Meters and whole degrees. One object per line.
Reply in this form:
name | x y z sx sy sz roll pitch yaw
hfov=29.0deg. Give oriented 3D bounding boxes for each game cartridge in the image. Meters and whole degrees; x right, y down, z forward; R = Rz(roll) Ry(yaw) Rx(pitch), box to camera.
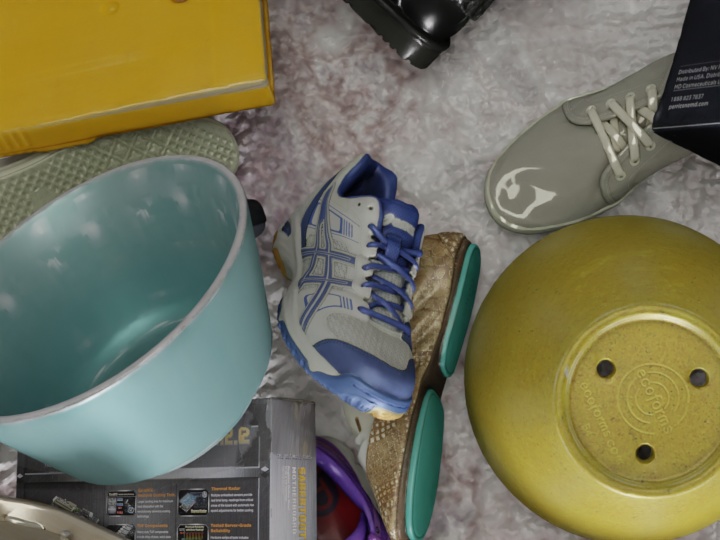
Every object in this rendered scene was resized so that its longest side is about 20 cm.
game cartridge | -0.158 -0.160 0.903 0.198 0.033 0.177 -11 55 6

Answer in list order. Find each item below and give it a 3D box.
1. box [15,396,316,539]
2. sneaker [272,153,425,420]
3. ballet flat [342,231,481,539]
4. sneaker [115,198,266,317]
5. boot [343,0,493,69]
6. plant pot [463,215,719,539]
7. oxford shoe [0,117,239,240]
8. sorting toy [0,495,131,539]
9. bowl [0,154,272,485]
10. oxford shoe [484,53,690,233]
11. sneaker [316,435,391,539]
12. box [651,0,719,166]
box | -0.120 0.160 0.830 0.199 0.048 0.160 -7 78 30
sneaker | 0.000 0.000 0.810 0.075 0.200 0.088 28 113 -30
ballet flat | 0.025 0.069 0.853 0.065 0.071 0.201 6 64 18
sneaker | -0.141 0.022 0.891 0.199 0.074 0.088 -22 92 12
boot | 0.030 -0.244 0.854 0.211 0.080 0.158 40 118 -18
plant pot | 0.157 0.068 0.788 0.198 0.142 0.202 0 91 5
oxford shoe | -0.177 -0.058 0.907 0.199 0.058 0.076 -18 107 -4
sorting toy | -0.189 0.235 0.780 0.199 0.107 0.181 16 98 33
bowl | -0.129 0.039 0.779 0.200 0.105 0.202 -20 38 16
oxford shoe | 0.167 -0.087 0.865 0.199 0.058 0.076 -26 81 3
sneaker | 0.001 0.188 0.832 0.080 0.083 0.200 -37 79 -1
box | 0.297 -0.139 0.789 0.199 0.123 0.200 21 81 -28
